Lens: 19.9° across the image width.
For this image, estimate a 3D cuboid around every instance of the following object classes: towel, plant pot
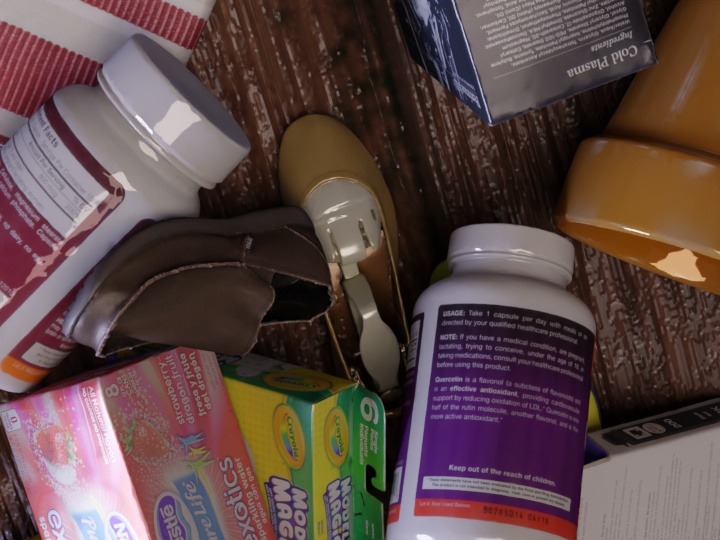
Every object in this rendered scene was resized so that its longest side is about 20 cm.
[{"bbox_3d":[-0.165,-0.161,1.228,0.143,0.023,0.201,23,104,-18],"label":"towel"},{"bbox_3d":[0.238,-0.084,1.248,0.199,0.200,0.185,20,87,-16],"label":"plant pot"}]

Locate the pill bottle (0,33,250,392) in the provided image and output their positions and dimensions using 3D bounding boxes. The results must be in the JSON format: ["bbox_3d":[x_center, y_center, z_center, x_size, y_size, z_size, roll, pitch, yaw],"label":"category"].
[{"bbox_3d":[-0.166,-0.035,1.201,0.200,0.114,0.114,-44,109,8],"label":"pill bottle"}]

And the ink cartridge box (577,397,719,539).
[{"bbox_3d":[0.180,0.196,1.347,0.199,0.043,0.200,-10,113,-39],"label":"ink cartridge box"}]

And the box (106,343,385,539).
[{"bbox_3d":[-0.069,0.112,1.248,0.048,0.199,0.118,-23,118,-50],"label":"box"}]

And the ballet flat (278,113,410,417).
[{"bbox_3d":[0.000,0.000,1.285,0.068,0.063,0.201,-19,109,-4],"label":"ballet flat"}]

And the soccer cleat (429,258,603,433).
[{"bbox_3d":[0.107,0.071,1.339,0.084,0.065,0.201,-38,108,-29],"label":"soccer cleat"}]

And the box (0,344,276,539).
[{"bbox_3d":[-0.120,0.152,1.209,0.094,0.102,0.201,-21,94,-48],"label":"box"}]

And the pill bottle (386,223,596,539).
[{"bbox_3d":[0.080,0.079,1.216,0.112,0.112,0.202,12,74,-14],"label":"pill bottle"}]

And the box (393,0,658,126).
[{"bbox_3d":[0.069,-0.201,1.162,0.103,0.200,0.183,-21,109,-5],"label":"box"}]

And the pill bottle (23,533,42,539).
[{"bbox_3d":[-0.233,0.235,1.292,0.199,0.109,0.110,-20,110,-4],"label":"pill bottle"}]

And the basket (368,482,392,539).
[{"bbox_3d":[0.043,0.246,1.312,0.138,0.176,0.201,-25,100,-8],"label":"basket"}]

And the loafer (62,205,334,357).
[{"bbox_3d":[-0.082,0.012,1.178,0.199,0.071,0.073,-19,151,-46],"label":"loafer"}]
